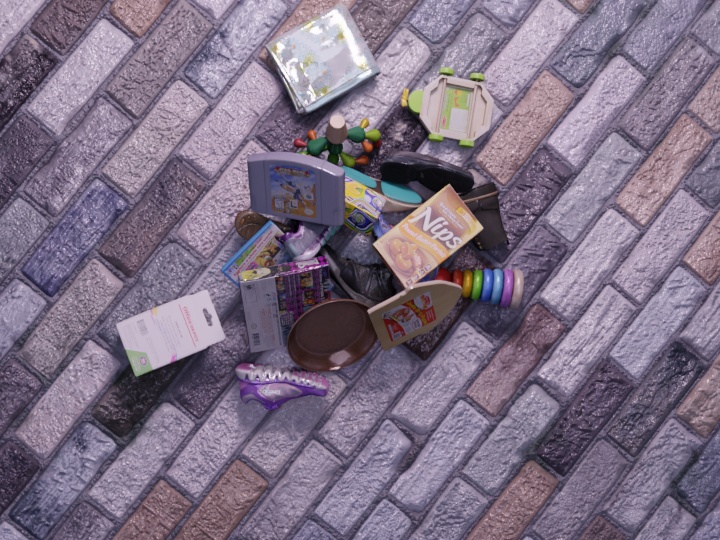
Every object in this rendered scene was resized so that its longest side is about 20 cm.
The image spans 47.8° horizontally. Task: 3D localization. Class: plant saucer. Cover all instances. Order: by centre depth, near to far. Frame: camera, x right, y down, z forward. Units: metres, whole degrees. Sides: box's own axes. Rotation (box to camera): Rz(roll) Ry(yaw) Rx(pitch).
[{"bbox_3d":[-0.058,0.126,1.672,0.198,0.037,0.202,-10,131,-11],"label":"plant saucer"}]

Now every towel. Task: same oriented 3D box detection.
[{"bbox_3d":[-0.080,-0.444,1.709,0.199,0.048,0.172,-29,93,-4],"label":"towel"}]

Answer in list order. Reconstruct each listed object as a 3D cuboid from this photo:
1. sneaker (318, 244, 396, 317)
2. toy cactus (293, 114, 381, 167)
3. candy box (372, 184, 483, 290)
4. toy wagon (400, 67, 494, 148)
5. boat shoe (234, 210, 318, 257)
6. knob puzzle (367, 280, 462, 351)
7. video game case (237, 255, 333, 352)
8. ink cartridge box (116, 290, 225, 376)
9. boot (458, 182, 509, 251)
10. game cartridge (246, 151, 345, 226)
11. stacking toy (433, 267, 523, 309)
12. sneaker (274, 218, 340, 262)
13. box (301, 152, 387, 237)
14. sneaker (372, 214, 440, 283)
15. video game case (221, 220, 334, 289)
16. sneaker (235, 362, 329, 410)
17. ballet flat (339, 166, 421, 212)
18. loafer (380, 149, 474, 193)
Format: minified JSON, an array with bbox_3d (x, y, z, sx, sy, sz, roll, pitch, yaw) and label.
[{"bbox_3d":[0.000,0.000,1.699,0.114,0.076,0.199,-45,100,-6],"label":"sneaker"},{"bbox_3d":[-0.048,-0.272,1.659,0.198,0.165,0.103,-7,72,-7],"label":"toy cactus"},{"bbox_3d":[0.135,-0.066,1.640,0.199,0.055,0.116,-38,87,-3],"label":"candy box"},{"bbox_3d":[0.183,-0.351,1.733,0.198,0.040,0.157,10,89,-3],"label":"toy wagon"},{"bbox_3d":[-0.172,-0.069,1.691,0.199,0.068,0.072,30,97,-22],"label":"boat shoe"},{"bbox_3d":[0.116,0.074,1.667,0.218,0.220,0.031,-25,57,-4],"label":"knob puzzle"},{"bbox_3d":[-0.148,0.071,1.641,0.179,0.036,0.201,-11,132,-9],"label":"video game case"},{"bbox_3d":[-0.385,0.125,1.675,0.198,0.067,0.118,-21,91,-3],"label":"ink cartridge box"},{"bbox_3d":[0.215,-0.089,1.721,0.198,0.077,0.140,-20,96,-3],"label":"boot"},{"bbox_3d":[-0.127,-0.163,1.586,0.198,0.042,0.134,10,131,14],"label":"game cartridge"},{"bbox_3d":[0.241,0.027,1.720,0.198,0.085,0.086,8,89,0],"label":"stacking toy"},{"bbox_3d":[-0.091,-0.102,1.656,0.088,0.074,0.200,48,52,-16],"label":"sneaker"},{"bbox_3d":[-0.052,-0.152,1.635,0.198,0.065,0.070,27,47,0],"label":"box"},{"bbox_3d":[0.090,-0.050,1.704,0.078,0.075,0.201,-39,87,-5],"label":"sneaker"},{"bbox_3d":[-0.168,0.014,1.674,0.143,0.018,0.200,-43,116,3],"label":"video game case"},{"bbox_3d":[-0.165,0.249,1.692,0.198,0.080,0.090,7,96,1],"label":"sneaker"},{"bbox_3d":[0.031,-0.161,1.710,0.198,0.069,0.070,21,88,-13],"label":"ballet flat"},{"bbox_3d":[0.144,-0.216,1.701,0.198,0.073,0.073,15,46,4],"label":"loafer"}]
